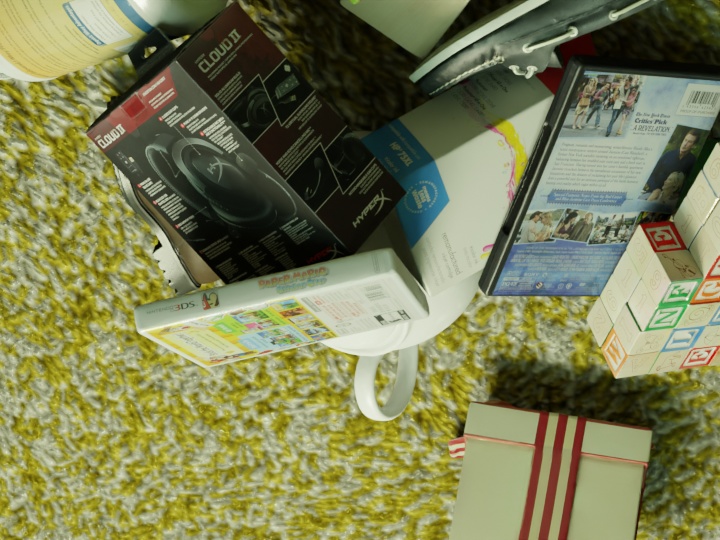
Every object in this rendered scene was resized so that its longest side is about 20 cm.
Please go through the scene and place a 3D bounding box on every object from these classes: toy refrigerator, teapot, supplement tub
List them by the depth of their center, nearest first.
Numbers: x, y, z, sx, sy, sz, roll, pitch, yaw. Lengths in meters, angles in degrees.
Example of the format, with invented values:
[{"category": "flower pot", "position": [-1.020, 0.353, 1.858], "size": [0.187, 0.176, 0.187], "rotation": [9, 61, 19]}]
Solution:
[{"category": "toy refrigerator", "position": [0.070, -0.246, 1.351], "size": [0.076, 0.070, 0.200], "rotation": [33, 135, -7]}, {"category": "supplement tub", "position": [-0.209, -0.219, 1.409], "size": [0.200, 0.145, 0.145], "rotation": [-13, 130, 28]}, {"category": "teapot", "position": [0.000, 0.000, 1.553], "size": [0.200, 0.146, 0.197], "rotation": [34, 141, -5]}]

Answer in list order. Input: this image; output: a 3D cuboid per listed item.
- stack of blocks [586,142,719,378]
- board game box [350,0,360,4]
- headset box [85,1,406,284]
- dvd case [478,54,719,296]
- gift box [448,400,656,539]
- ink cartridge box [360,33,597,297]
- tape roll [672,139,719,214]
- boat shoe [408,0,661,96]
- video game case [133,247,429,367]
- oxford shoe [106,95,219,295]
[{"category": "stack of blocks", "position": [0.260, -0.008, 1.439], "size": [0.115, 0.059, 0.200], "rotation": [-5, 143, -24]}, {"category": "board game box", "position": [-0.043, -0.285, 1.331], "size": [0.200, 0.030, 0.096], "rotation": [45, 134, 0]}, {"category": "headset box", "position": [-0.089, -0.083, 1.369], "size": [0.200, 0.077, 0.149], "rotation": [48, 144, -9]}, {"category": "dvd case", "position": [0.178, -0.065, 1.425], "size": [0.142, 0.018, 0.200], "rotation": [1, 125, -31]}, {"category": "gift box", "position": [0.159, 0.222, 1.735], "size": [0.184, 0.187, 0.200], "rotation": [11, 157, 4]}, {"category": "ink cartridge box", "position": [0.108, -0.083, 1.433], "size": [0.200, 0.067, 0.116], "rotation": [-30, 131, -7]}, {"category": "tape roll", "position": [0.284, -0.013, 1.541], "size": [0.200, 0.048, 0.201], "rotation": [9, 138, 8]}, {"category": "boat shoe", "position": [0.128, -0.169, 1.373], "size": [0.200, 0.076, 0.060], "rotation": [-30, 100, 23]}, {"category": "video game case", "position": [-0.050, 0.029, 1.397], "size": [0.181, 0.023, 0.200], "rotation": [-13, 169, 6]}, {"category": "oxford shoe", "position": [-0.151, -0.072, 1.615], "size": [0.084, 0.073, 0.200], "rotation": [-17, 132, 11]}]
